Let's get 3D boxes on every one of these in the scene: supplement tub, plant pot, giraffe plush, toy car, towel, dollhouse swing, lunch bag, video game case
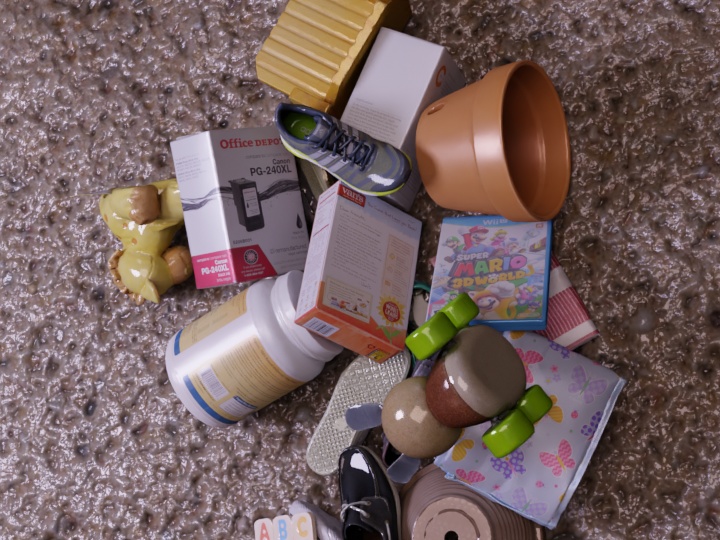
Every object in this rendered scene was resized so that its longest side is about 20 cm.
[{"bbox_3d":[-0.135,0.101,1.542,0.200,0.145,0.145,-31,71,19],"label":"supplement tub"},{"bbox_3d":[0.161,-0.153,1.502,0.140,0.200,0.201,-6,76,33],"label":"plant pot"},{"bbox_3d":[-0.287,-0.038,1.642,0.199,0.173,0.163,-8,97,5],"label":"giraffe plush"},{"bbox_3d":[0.120,0.327,1.456,0.200,0.093,0.201,-4,78,18],"label":"plant pot"},{"bbox_3d":[0.083,0.155,1.348,0.200,0.158,0.164,-40,86,27],"label":"toy car"},{"bbox_3d":[0.196,0.032,1.533,0.144,0.023,0.200,-31,73,7],"label":"towel"},{"bbox_3d":[-0.057,-0.320,1.619,0.176,0.182,0.200,31,89,10],"label":"dollhouse swing"},{"bbox_3d":[0.199,0.186,1.436,0.169,0.127,0.200,25,80,9],"label":"lunch bag"},{"bbox_3d":[0.161,0.000,1.466,0.143,0.018,0.200,-2,40,14],"label":"video game case"}]

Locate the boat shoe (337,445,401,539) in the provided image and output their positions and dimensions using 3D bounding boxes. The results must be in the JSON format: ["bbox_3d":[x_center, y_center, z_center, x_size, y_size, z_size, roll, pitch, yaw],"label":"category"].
[{"bbox_3d":[0.007,0.302,1.447,0.072,0.068,0.200,-24,59,20],"label":"boat shoe"}]

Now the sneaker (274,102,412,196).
[{"bbox_3d":[-0.029,-0.152,1.477,0.200,0.081,0.074,23,87,22],"label":"sneaker"}]

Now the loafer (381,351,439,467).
[{"bbox_3d":[0.081,0.167,1.471,0.072,0.063,0.200,28,121,2],"label":"loafer"}]

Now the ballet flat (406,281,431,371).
[{"bbox_3d":[0.091,0.106,1.523,0.067,0.070,0.200,-20,74,9],"label":"ballet flat"}]

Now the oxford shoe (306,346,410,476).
[{"bbox_3d":[-0.003,0.175,1.543,0.075,0.058,0.200,33,93,12],"label":"oxford shoe"}]

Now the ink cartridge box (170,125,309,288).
[{"bbox_3d":[-0.154,-0.087,1.566,0.083,0.145,0.201,-9,92,44],"label":"ink cartridge box"}]

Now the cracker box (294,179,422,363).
[{"bbox_3d":[0.000,0.000,1.506,0.058,0.134,0.200,-34,36,47],"label":"cracker box"}]

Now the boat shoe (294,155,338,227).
[{"bbox_3d":[-0.050,-0.087,1.614,0.066,0.072,0.201,-28,71,21],"label":"boat shoe"}]

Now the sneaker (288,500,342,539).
[{"bbox_3d":[-0.042,0.390,1.502,0.200,0.075,0.114,43,93,20],"label":"sneaker"}]

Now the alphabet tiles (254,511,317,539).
[{"bbox_3d":[-0.090,0.406,1.493,0.200,0.015,0.196,-21,70,46],"label":"alphabet tiles"}]

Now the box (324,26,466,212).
[{"bbox_3d":[0.046,-0.197,1.572,0.097,0.124,0.200,23,86,21],"label":"box"}]
